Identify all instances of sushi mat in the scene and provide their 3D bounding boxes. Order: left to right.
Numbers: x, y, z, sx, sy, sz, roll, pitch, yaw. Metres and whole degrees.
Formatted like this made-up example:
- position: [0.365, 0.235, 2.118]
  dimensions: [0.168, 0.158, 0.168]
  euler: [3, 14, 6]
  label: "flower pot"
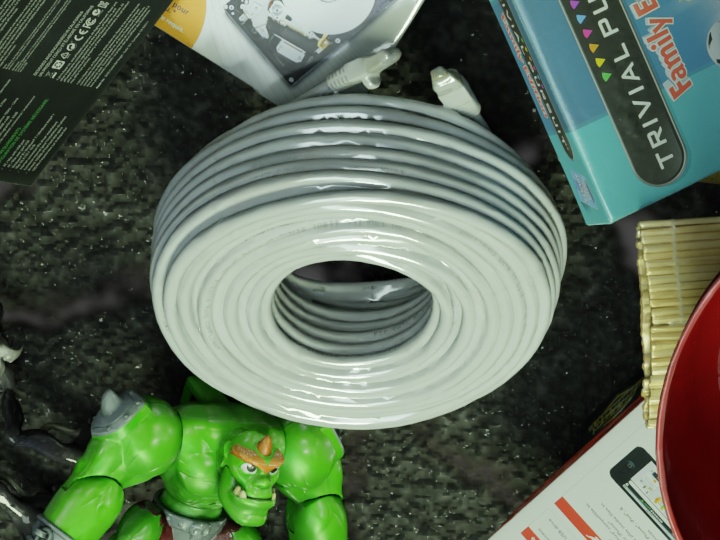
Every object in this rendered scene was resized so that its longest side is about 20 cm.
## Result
- position: [0.219, 0.018, 1.019]
  dimensions: [0.198, 0.012, 0.096]
  euler: [-3, 104, -3]
  label: "sushi mat"

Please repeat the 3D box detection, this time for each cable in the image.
- position: [0.000, 0.000, 1.112]
  dimensions: [0.199, 0.070, 0.200]
  euler: [-23, 135, 28]
  label: "cable"

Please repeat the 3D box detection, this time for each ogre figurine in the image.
- position: [-0.082, 0.122, 1.189]
  dimensions: [0.199, 0.098, 0.121]
  euler: [11, 100, -14]
  label: "ogre figurine"

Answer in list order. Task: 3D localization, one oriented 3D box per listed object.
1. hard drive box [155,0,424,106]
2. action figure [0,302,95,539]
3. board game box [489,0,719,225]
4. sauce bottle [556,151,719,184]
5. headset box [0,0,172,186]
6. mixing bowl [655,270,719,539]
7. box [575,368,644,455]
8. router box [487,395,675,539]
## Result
- position: [-0.020, -0.190, 1.084]
  dimensions: [0.155, 0.077, 0.201]
  euler: [31, 113, -3]
  label: "hard drive box"
- position: [-0.215, 0.061, 1.204]
  dimensions: [0.119, 0.102, 0.200]
  euler: [-40, 102, 23]
  label: "action figure"
- position: [0.162, -0.130, 1.032]
  dimensions: [0.199, 0.047, 0.152]
  euler: [-26, 94, -7]
  label: "board game box"
- position: [0.193, -0.070, 1.095]
  dimensions: [0.198, 0.065, 0.065]
  euler: [5, 112, 1]
  label: "sauce bottle"
- position: [-0.172, -0.173, 1.056]
  dimensions: [0.174, 0.092, 0.201]
  euler: [-47, 55, 28]
  label: "headset box"
- position: [0.209, 0.050, 0.964]
  dimensions: [0.198, 0.108, 0.202]
  euler: [-1, 104, -4]
  label: "mixing bowl"
- position: [0.243, 0.089, 1.157]
  dimensions: [0.198, 0.050, 0.200]
  euler: [43, 113, -6]
  label: "box"
- position: [0.181, 0.149, 1.104]
  dimensions: [0.200, 0.049, 0.180]
  euler: [47, 133, 4]
  label: "router box"
